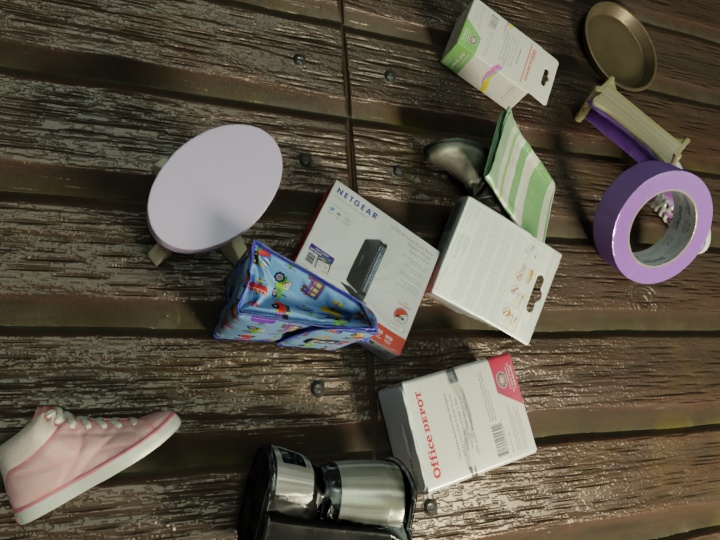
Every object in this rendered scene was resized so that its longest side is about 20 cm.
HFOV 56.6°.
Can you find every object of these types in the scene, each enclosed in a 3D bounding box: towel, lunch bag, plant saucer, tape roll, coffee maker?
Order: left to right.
[{"bbox_3d":[-0.076,0.055,0.865,0.195,0.150,0.097,18,67,-19],"label":"lunch bag"},{"bbox_3d":[-0.045,0.320,0.810,0.194,0.134,0.199,11,71,-21],"label":"coffee maker"},{"bbox_3d":[0.270,-0.148,1.113,0.200,0.023,0.156,46,52,-37],"label":"towel"},{"bbox_3d":[0.532,-0.458,1.381,0.194,0.029,0.207,8,71,-24],"label":"plant saucer"},{"bbox_3d":[0.512,-0.084,1.173,0.193,0.066,0.206,-5,114,-11],"label":"tape roll"}]

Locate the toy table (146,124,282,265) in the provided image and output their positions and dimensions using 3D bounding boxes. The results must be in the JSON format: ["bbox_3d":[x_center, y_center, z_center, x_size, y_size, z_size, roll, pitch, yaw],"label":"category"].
[{"bbox_3d":[-0.195,-0.089,0.872,0.198,0.117,0.187,-32,90,-29],"label":"toy table"}]

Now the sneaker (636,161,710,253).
[{"bbox_3d":[0.585,-0.119,1.285,0.111,0.073,0.206,-9,68,-23],"label":"sneaker"}]

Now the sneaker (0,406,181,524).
[{"bbox_3d":[-0.309,0.186,0.757,0.197,0.075,0.107,-27,92,-25],"label":"sneaker"}]

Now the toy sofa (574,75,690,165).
[{"bbox_3d":[0.498,-0.254,1.244,0.200,0.083,0.097,43,59,11],"label":"toy sofa"}]

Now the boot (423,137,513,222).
[{"bbox_3d":[0.191,-0.132,1.096,0.195,0.067,0.135,13,71,-26],"label":"boot"}]

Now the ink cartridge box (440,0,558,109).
[{"bbox_3d":[0.252,-0.375,1.199,0.197,0.067,0.120,31,63,-13],"label":"ink cartridge box"}]

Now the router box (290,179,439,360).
[{"bbox_3d":[0.000,0.000,0.976,0.197,0.049,0.183,32,64,-13],"label":"router box"}]

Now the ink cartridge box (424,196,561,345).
[{"bbox_3d":[0.208,0.001,1.058,0.196,0.050,0.166,28,81,-20],"label":"ink cartridge box"}]

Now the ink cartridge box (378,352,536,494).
[{"bbox_3d":[0.137,0.216,0.956,0.195,0.084,0.149,-10,79,-28],"label":"ink cartridge box"}]
